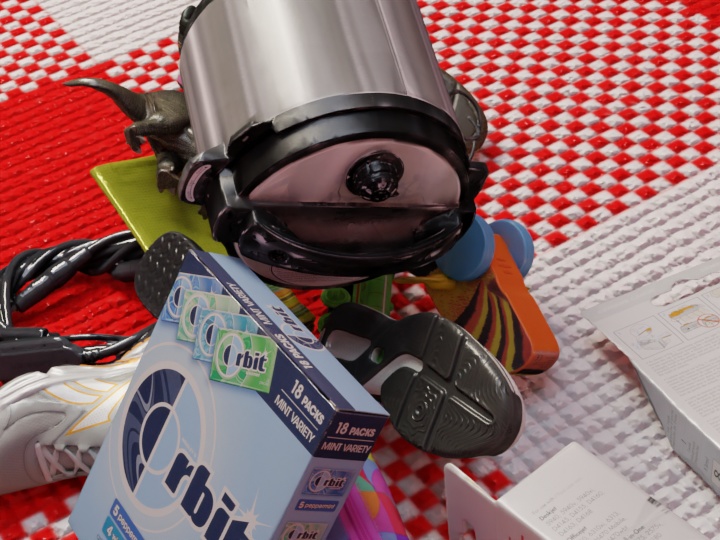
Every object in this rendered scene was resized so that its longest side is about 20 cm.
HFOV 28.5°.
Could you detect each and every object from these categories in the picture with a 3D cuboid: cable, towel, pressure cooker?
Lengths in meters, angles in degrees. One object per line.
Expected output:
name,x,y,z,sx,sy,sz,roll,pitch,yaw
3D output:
cable,-0.194,0.027,1.059,0.197,0.051,0.164,-9,32,9
towel,-0.116,-0.019,1.028,0.085,0.018,0.200,-12,49,-36
pressure cooker,-0.024,-0.083,0.913,0.174,0.179,0.202,-24,57,12

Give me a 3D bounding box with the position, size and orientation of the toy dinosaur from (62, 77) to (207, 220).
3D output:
toy dinosaur,-0.125,-0.098,1.061,0.197,0.078,0.103,12,27,-3

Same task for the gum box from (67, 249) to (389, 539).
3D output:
gum box,-0.084,0.118,0.824,0.044,0.202,0.170,10,23,-42

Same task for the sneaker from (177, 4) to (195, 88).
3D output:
sneaker,-0.079,-0.228,1.318,0.198,0.087,0.080,-24,44,-20

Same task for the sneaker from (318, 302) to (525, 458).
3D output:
sneaker,0.064,0.074,0.887,0.114,0.077,0.200,21,1,-32

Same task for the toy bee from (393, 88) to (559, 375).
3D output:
toy bee,0.071,-0.006,1.020,0.108,0.130,0.202,-31,45,35

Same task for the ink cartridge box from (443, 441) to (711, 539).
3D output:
ink cartridge box,0.137,0.178,0.772,0.066,0.117,0.199,-30,45,-26

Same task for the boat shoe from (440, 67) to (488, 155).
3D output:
boat shoe,0.019,-0.150,1.222,0.199,0.076,0.072,32,69,10

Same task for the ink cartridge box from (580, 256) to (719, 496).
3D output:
ink cartridge box,0.264,0.067,0.954,0.160,0.051,0.200,-20,33,-15

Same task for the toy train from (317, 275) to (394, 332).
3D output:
toy train,0.000,0.000,1.070,0.056,0.042,0.201,6,40,-1

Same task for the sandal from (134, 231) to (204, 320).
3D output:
sandal,-0.089,0.038,0.929,0.075,0.045,0.200,-50,40,6

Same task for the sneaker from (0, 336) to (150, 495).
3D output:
sneaker,-0.168,0.108,0.938,0.198,0.076,0.092,-23,46,-18

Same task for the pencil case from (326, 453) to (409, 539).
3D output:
pencil case,-0.010,0.161,0.838,0.087,0.089,0.201,-17,42,-12
